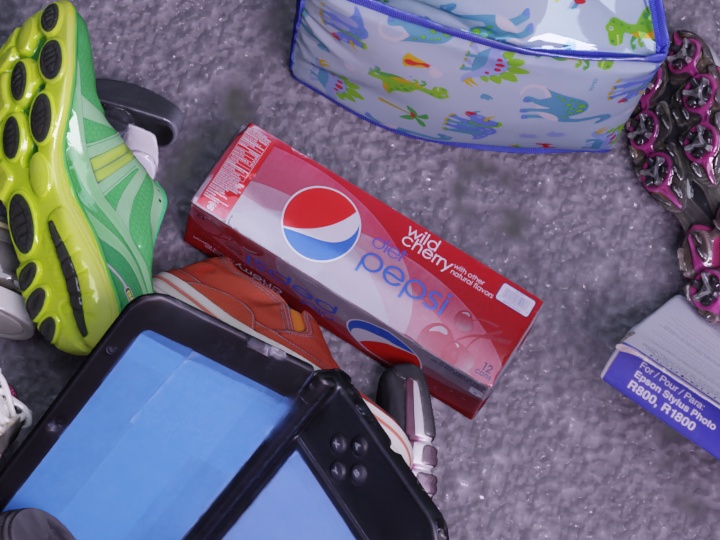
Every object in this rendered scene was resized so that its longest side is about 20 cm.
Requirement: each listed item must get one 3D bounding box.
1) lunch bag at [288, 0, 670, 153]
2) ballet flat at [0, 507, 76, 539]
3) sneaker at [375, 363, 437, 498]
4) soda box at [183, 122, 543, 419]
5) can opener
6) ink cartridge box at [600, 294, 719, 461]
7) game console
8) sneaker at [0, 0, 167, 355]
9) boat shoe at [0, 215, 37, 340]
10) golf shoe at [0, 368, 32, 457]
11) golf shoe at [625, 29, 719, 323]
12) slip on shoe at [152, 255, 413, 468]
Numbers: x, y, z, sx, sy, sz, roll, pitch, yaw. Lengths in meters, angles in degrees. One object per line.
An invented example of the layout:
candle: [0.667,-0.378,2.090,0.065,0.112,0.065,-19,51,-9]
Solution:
lunch bag: [0.061,-0.144,1.504,0.199,0.170,0.128,0,72,-5]
ballet flat: [-0.134,0.208,1.373,0.200,0.057,0.066,56,41,-1]
sneaker: [-0.019,0.145,1.454,0.115,0.076,0.201,4,72,-2]
soda box: [0.000,0.000,1.503,0.200,0.070,0.063,32,71,4]
can opener: [-0.204,-0.096,1.529,0.199,0.053,0.067,20,37,-2]
ink cartridge box: [0.226,0.093,1.433,0.199,0.200,0.041,35,104,10]
game console: [-0.083,0.139,1.368,0.116,0.200,0.176,2,45,-49]
sneaker: [-0.156,-0.049,1.468,0.074,0.083,0.201,-18,76,35]
boat shoe: [-0.264,-0.028,1.484,0.201,0.072,0.060,25,69,-5]
golf shoe: [-0.215,0.079,1.386,0.088,0.200,0.077,-33,100,-14]
golf shoe: [0.216,-0.047,1.554,0.092,0.073,0.201,14,53,-44]
slip on shoe: [-0.039,0.051,1.455,0.061,0.074,0.200,-32,48,-28]
